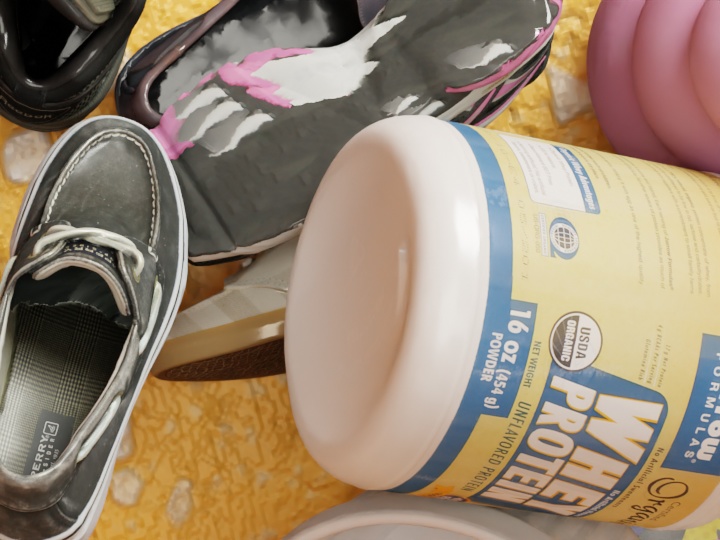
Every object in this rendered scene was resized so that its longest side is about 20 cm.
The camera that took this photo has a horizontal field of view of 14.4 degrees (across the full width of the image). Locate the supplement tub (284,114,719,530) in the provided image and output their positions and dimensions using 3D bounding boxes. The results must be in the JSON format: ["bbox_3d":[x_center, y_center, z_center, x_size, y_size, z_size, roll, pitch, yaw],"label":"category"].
[{"bbox_3d":[0.085,0.024,1.123,0.199,0.145,0.145,10,92,-24],"label":"supplement tub"}]

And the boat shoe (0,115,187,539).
[{"bbox_3d":[-0.104,0.015,1.101,0.072,0.071,0.201,10,57,-5],"label":"boat shoe"}]

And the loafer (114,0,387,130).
[{"bbox_3d":[-0.015,-0.112,1.224,0.200,0.063,0.072,-33,94,-4],"label":"loafer"}]

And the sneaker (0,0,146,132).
[{"bbox_3d":[-0.105,-0.157,1.189,0.076,0.114,0.200,22,86,-7],"label":"sneaker"}]

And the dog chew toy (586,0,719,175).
[{"bbox_3d":[0.162,-0.087,1.175,0.124,0.200,0.125,0,93,-4],"label":"dog chew toy"}]

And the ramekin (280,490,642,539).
[{"bbox_3d":[0.046,0.174,1.192,0.199,0.105,0.201,7,110,19],"label":"ramekin"}]

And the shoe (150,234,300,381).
[{"bbox_3d":[0.000,0.000,1.233,0.199,0.070,0.054,-18,73,-1],"label":"shoe"}]

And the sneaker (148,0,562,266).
[{"bbox_3d":[0.003,-0.058,1.199,0.199,0.086,0.081,-27,69,2],"label":"sneaker"}]

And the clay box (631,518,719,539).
[{"bbox_3d":[0.098,0.093,1.255,0.115,0.048,0.201,-31,96,-4],"label":"clay box"}]
